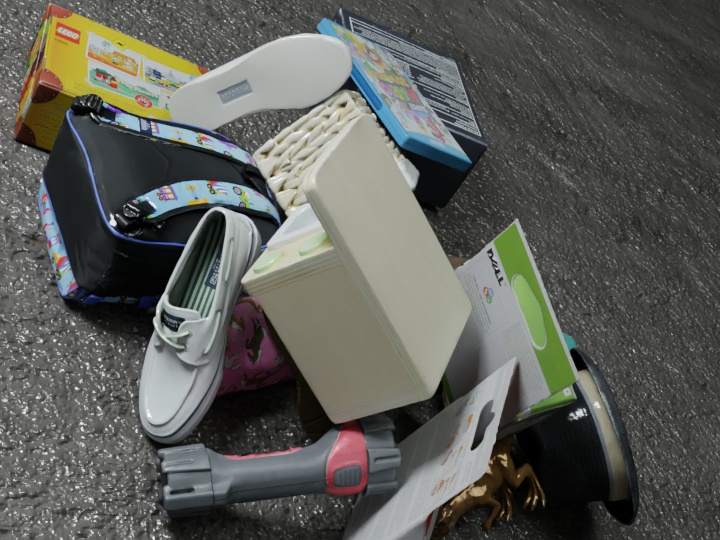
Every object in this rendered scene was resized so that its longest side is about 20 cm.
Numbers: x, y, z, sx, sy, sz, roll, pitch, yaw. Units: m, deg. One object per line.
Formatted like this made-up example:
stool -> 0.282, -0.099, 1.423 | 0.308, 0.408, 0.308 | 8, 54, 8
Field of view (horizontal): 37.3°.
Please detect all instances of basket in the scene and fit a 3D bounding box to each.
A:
basket -> -0.023, -0.110, 1.140 | 0.124, 0.134, 0.200 | 56, 8, -5

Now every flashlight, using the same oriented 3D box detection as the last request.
flashlight -> -0.067, 0.160, 0.877 | 0.196, 0.068, 0.069 | -3, 63, -17

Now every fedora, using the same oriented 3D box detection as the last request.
fedora -> 0.212, 0.180, 1.090 | 0.090, 0.202, 0.203 | -17, 49, -1

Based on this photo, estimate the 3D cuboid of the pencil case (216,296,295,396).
pencil case -> -0.087, 0.061, 1.003 | 0.198, 0.083, 0.087 | -11, 54, -48

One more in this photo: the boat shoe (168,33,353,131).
boat shoe -> -0.097, -0.190, 1.074 | 0.073, 0.197, 0.069 | 61, 21, -20

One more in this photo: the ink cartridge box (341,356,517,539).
ink cartridge box -> 0.064, 0.181, 0.894 | 0.050, 0.199, 0.162 | 43, 32, -10

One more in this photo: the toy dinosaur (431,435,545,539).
toy dinosaur -> 0.134, 0.185, 1.032 | 0.107, 0.060, 0.201 | 51, 52, -26

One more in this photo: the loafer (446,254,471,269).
loafer -> 0.113, 0.011, 1.156 | 0.197, 0.074, 0.071 | 15, 26, -35

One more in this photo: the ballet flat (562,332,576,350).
ballet flat -> 0.160, 0.075, 1.237 | 0.198, 0.064, 0.077 | 28, 52, -15

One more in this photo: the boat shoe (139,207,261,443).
boat shoe -> -0.146, 0.041, 0.887 | 0.072, 0.204, 0.067 | 13, -10, 22

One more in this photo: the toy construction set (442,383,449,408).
toy construction set -> 0.067, 0.106, 1.098 | 0.198, 0.092, 0.132 | 23, 35, -40

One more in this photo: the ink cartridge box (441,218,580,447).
ink cartridge box -> 0.143, 0.057, 0.958 | 0.075, 0.200, 0.150 | -10, 72, -28

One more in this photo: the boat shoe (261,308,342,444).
boat shoe -> -0.025, 0.093, 0.966 | 0.063, 0.072, 0.204 | -36, 107, -45

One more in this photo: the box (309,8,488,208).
box -> 0.040, -0.212, 1.410 | 0.197, 0.124, 0.200 | 18, 37, -25

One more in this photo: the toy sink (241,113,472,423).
toy sink -> -0.012, 0.000, 0.875 | 0.202, 0.111, 0.131 | 60, 33, -19

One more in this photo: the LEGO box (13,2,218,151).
LEGO box -> -0.253, -0.178, 1.133 | 0.197, 0.077, 0.150 | 20, 37, -26

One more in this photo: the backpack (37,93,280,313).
backpack -> -0.183, -0.056, 1.003 | 0.197, 0.135, 0.184 | 3, 46, -40

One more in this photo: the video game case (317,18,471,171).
video game case -> 0.040, -0.205, 1.250 | 0.142, 0.018, 0.201 | 13, 39, -54
